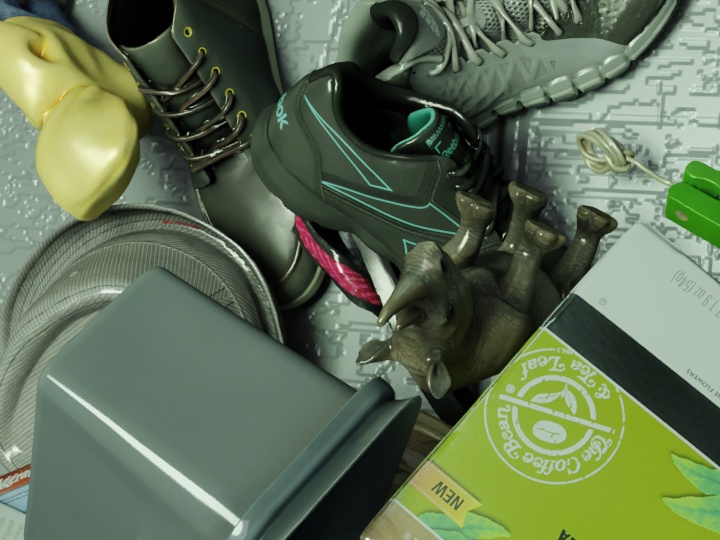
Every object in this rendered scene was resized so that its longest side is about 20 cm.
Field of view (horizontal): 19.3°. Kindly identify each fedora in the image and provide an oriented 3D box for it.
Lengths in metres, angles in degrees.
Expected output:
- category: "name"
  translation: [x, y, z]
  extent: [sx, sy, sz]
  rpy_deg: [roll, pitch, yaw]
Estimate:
- category: "fedora"
  translation: [-0.134, 0.060, 1.132]
  extent: [0.199, 0.090, 0.178]
  rpy_deg: [-28, 90, 29]

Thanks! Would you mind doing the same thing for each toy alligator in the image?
- category: "toy alligator"
  translation: [0.194, -0.024, 1.028]
  extent: [0.054, 0.060, 0.200]
  rpy_deg: [-34, 57, -27]

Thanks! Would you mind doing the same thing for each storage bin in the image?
- category: "storage bin"
  translation: [-0.079, 0.106, 0.937]
  extent: [0.134, 0.201, 0.146]
  rpy_deg: [35, 56, 14]

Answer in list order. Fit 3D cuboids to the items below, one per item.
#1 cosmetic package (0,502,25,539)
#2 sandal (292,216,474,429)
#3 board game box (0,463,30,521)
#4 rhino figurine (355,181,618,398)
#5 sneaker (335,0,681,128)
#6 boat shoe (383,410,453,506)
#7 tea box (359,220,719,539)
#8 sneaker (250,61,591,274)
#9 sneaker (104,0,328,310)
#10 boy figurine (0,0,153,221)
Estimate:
- category: "cosmetic package"
  translation: [-0.150, 0.199, 1.085]
  extent: [0.199, 0.102, 0.074]
  rpy_deg: [26, 135, -1]
- category: "sandal"
  translation: [0.000, 0.000, 1.108]
  extent: [0.045, 0.075, 0.201]
  rpy_deg: [-28, 75, 13]
- category: "board game box"
  translation: [-0.097, 0.121, 1.078]
  extent: [0.199, 0.020, 0.103]
  rpy_deg: [-23, 117, 35]
- category: "rhino figurine"
  translation: [0.053, 0.014, 0.950]
  extent: [0.059, 0.200, 0.088]
  rpy_deg: [26, 105, 21]
- category: "sneaker"
  translation: [0.064, -0.121, 1.065]
  extent: [0.199, 0.115, 0.076]
  rpy_deg: [-31, 68, 21]
- category: "boat shoe"
  translation: [0.033, 0.117, 1.066]
  extent: [0.198, 0.072, 0.065]
  rpy_deg: [12, 52, 25]
- category: "tea box"
  translation: [0.132, 0.128, 0.934]
  extent: [0.199, 0.134, 0.197]
  rpy_deg: [38, 73, 14]
- category: "sneaker"
  translation: [0.041, -0.031, 1.043]
  extent: [0.199, 0.076, 0.079]
  rpy_deg: [30, 138, -11]
- category: "sneaker"
  translation: [-0.083, -0.076, 1.141]
  extent: [0.074, 0.106, 0.202]
  rpy_deg: [-23, 75, 23]
- category: "boy figurine"
  translation: [-0.163, -0.099, 1.173]
  extent: [0.065, 0.124, 0.200]
  rpy_deg: [-50, 45, 15]
